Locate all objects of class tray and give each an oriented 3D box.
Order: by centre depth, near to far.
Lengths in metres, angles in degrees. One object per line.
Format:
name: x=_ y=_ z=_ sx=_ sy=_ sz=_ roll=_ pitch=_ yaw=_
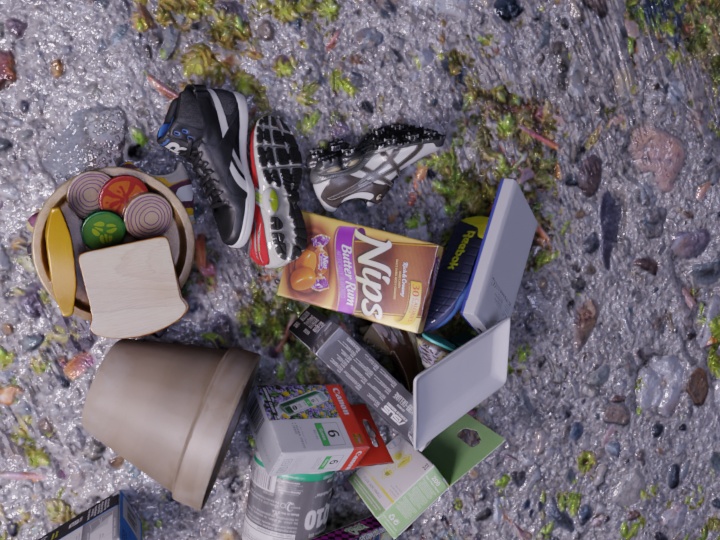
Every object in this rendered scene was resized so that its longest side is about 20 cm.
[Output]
tray: x=0.126 y=0.138 z=0.962 sx=0.199 sy=0.022 sz=0.108 roll=-25 pitch=123 yaw=-40

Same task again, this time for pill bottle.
pill bottle: x=-0.102 y=0.340 z=1.019 sx=0.112 sy=0.113 sz=0.202 roll=8 pitch=95 yaw=-18

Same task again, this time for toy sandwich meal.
toy sandwich meal: x=-0.279 y=-0.017 z=0.867 sx=0.203 sy=0.070 sz=0.207 roll=-5 pitch=102 yaw=-23

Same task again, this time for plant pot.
plant pot: x=-0.237 y=0.168 z=0.930 sx=0.172 sy=0.200 sz=0.202 roll=22 pitch=90 yaw=-2

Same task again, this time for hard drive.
hard drive: x=0.197 y=-0.007 z=1.051 sx=0.132 sy=0.025 sz=0.202 roll=44 pitch=60 yaw=-53

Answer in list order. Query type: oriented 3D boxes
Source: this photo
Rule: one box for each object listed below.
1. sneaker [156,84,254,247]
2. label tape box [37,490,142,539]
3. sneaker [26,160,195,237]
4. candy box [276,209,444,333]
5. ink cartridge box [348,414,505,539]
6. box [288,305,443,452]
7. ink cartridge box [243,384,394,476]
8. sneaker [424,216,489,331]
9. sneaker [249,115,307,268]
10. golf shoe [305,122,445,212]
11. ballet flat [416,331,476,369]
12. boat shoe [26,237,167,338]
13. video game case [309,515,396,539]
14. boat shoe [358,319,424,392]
sneaker: x=-0.197 y=-0.128 z=0.928 sx=0.111 sy=0.073 sz=0.202 roll=2 pitch=79 yaw=-38
label tape box: x=-0.370 y=0.374 z=0.921 sx=0.199 sy=0.144 sz=0.064 roll=-30 pitch=105 yaw=-12
sneaker: x=-0.307 y=-0.087 z=0.927 sx=0.198 sy=0.075 sz=0.091 roll=-7 pitch=91 yaw=-23
candy box: x=0.000 y=0.000 z=0.988 sx=0.198 sy=0.056 sz=0.118 roll=14 pitch=92 yaw=14
ink cartridge box: x=0.088 y=0.266 z=1.053 sx=0.200 sy=0.145 sz=0.048 roll=-40 pitch=105 yaw=-9
box: x=0.004 y=0.141 z=1.005 sx=0.050 sy=0.158 sz=0.200 roll=-47 pitch=108 yaw=-7
ink cartridge box: x=-0.044 y=0.206 z=0.994 sx=0.199 sy=0.109 sz=0.051 roll=5 pitch=129 yaw=-35
sneaker: x=0.140 y=0.016 z=1.053 sx=0.200 sy=0.073 sz=0.083 roll=-52 pitch=138 yaw=-27
sneaker: x=-0.126 y=-0.102 z=0.977 sx=0.077 sy=0.084 sz=0.202 roll=7 pitch=75 yaw=-45
golf shoe: x=0.025 y=-0.141 z=1.029 sx=0.198 sy=0.078 sz=0.095 roll=-17 pitch=119 yaw=-13
ballet flat: x=0.124 y=0.125 z=1.041 sx=0.200 sy=0.071 sz=0.073 roll=9 pitch=96 yaw=-63
boat shoe: x=-0.319 y=0.022 z=0.926 sx=0.199 sy=0.072 sz=0.063 roll=27 pitch=71 yaw=-23
video game case: x=-0.025 y=0.441 z=1.037 sx=0.199 sy=0.036 sz=0.183 roll=9 pitch=97 yaw=-57
boat shoe: x=0.033 y=0.077 z=1.056 sx=0.073 sy=0.076 sz=0.202 roll=-19 pitch=96 yaw=-7
